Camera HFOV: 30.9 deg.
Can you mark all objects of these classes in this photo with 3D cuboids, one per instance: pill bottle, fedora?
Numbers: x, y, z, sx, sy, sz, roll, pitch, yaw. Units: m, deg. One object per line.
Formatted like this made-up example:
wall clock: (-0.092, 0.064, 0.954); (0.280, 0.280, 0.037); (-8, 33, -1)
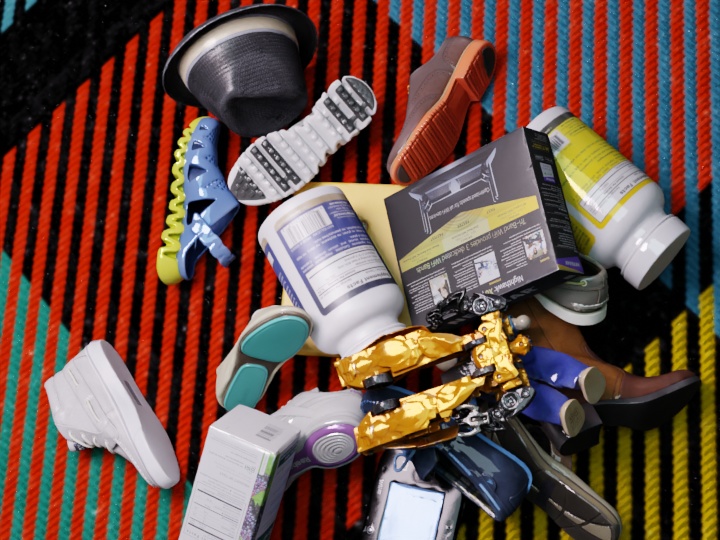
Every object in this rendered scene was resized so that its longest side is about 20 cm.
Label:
pill bottle: (-0.021, 0.019, 1.413); (0.110, 0.111, 0.201); (-30, 73, 1)
pill bottle: (0.255, -0.076, 1.415); (0.112, 0.113, 0.200); (-45, 71, -4)
fedora: (-0.122, -0.213, 1.480); (0.199, 0.201, 0.092); (-28, 69, 2)

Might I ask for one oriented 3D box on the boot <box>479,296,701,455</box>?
boot: (0.244, 0.086, 1.403); (0.186, 0.069, 0.201); (-20, 54, -10)

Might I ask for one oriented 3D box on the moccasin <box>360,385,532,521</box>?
moccasin: (0.081, 0.186, 1.346); (0.198, 0.081, 0.069); (28, 66, 17)

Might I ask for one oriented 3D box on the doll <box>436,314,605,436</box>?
doll: (0.148, 0.108, 1.339); (0.199, 0.049, 0.137); (20, 67, 44)

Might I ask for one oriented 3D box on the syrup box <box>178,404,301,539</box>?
syrup box: (-0.134, 0.254, 1.369); (0.081, 0.079, 0.202); (20, 107, 14)

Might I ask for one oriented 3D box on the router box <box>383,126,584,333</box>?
router box: (0.126, -0.038, 1.382); (0.199, 0.052, 0.159); (-25, 69, 37)

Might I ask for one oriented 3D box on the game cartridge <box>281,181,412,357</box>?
game cartridge: (0.000, 0.000, 1.488); (0.174, 0.032, 0.203); (3, 77, 12)

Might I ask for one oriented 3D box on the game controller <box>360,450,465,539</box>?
game controller: (0.051, 0.286, 1.387); (0.103, 0.042, 0.203); (11, 76, 14)

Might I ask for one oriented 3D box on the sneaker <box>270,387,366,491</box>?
sneaker: (-0.076, 0.186, 1.435); (0.198, 0.075, 0.100); (-19, 30, 20)

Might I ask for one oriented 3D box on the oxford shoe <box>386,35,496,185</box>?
oxford shoe: (0.081, -0.186, 1.510); (0.072, 0.071, 0.201); (23, 70, 34)

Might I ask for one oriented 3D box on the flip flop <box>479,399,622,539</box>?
flip flop: (0.201, 0.206, 1.370); (0.200, 0.082, 0.057); (41, 52, 19)

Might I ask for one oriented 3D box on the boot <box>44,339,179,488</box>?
boot: (-0.284, 0.182, 1.475); (0.095, 0.074, 0.201); (-37, 62, 5)

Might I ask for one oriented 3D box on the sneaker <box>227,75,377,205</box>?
sneaker: (-0.065, -0.143, 1.515); (0.199, 0.081, 0.076); (-36, 91, -2)

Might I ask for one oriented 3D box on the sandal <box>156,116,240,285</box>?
sandal: (-0.180, -0.079, 1.524); (0.086, 0.079, 0.203); (5, 83, 9)

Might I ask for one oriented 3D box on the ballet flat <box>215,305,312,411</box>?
ballet flat: (-0.109, 0.080, 1.419); (0.069, 0.200, 0.070); (18, 46, -21)

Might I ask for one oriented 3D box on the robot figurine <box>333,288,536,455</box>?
robot figurine: (0.079, 0.104, 1.294); (0.198, 0.058, 0.147); (-20, 73, 13)

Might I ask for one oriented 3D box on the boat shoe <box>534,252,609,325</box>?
boat shoe: (0.184, -0.013, 1.409); (0.072, 0.061, 0.201); (-27, 44, -37)
